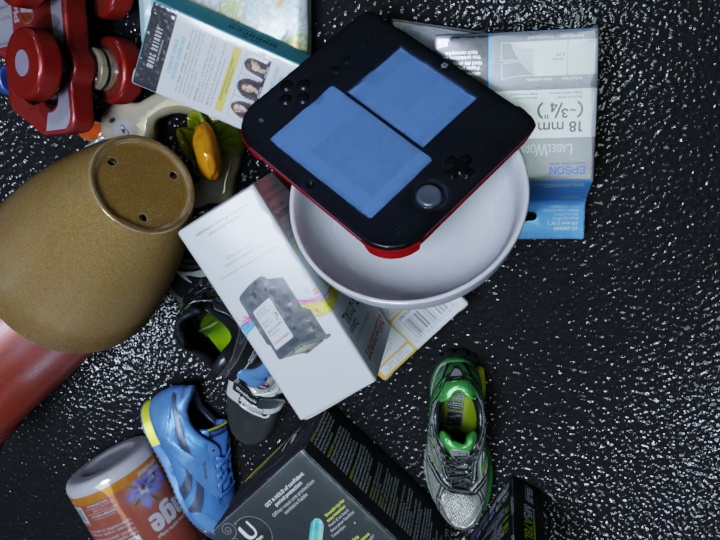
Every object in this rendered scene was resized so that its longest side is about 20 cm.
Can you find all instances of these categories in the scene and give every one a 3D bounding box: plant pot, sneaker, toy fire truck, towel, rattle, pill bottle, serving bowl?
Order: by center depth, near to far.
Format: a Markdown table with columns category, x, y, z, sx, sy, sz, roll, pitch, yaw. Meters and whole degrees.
| category | x | y | z | sx | sy | sz | roll | pitch | yaw |
| --- | --- | --- | --- | --- | --- | --- | --- | --- | --- |
| serving bowl | 0.043 | -0.054 | 0.662 | 0.200 | 0.066 | 0.200 | -4 | 67 | 9 |
| plant pot | -0.238 | -0.040 | 0.717 | 0.186 | 0.186 | 0.200 | 51 | 138 | -6 |
| towel | -0.132 | -0.291 | 0.748 | 0.171 | 0.048 | 0.200 | 2 | 106 | 6 |
| toy fire truck | -0.311 | -0.234 | 0.757 | 0.168 | 0.112 | 0.200 | 5 | 101 | 40 |
| rattle | -0.226 | -0.120 | 0.767 | 0.200 | 0.143 | 0.130 | 15 | 123 | -1 |
| sneaker | -0.156 | 0.041 | 0.790 | 0.071 | 0.083 | 0.200 | -56 | 47 | 16 |
| sneaker | 0.100 | 0.192 | 0.823 | 0.078 | 0.085 | 0.200 | -4 | 106 | 11 |
| plant pot | -0.399 | 0.079 | 0.832 | 0.195 | 0.201 | 0.201 | -37 | 97 | 9 |
| sneaker | -0.110 | 0.115 | 0.838 | 0.074 | 0.089 | 0.200 | 19 | 109 | 2 |
| sneaker | -0.177 | 0.224 | 0.889 | 0.078 | 0.066 | 0.200 | -22 | 100 | 18 |
| pill bottle | -0.248 | 0.305 | 0.901 | 0.112 | 0.112 | 0.200 | -23 | 101 | 15 |

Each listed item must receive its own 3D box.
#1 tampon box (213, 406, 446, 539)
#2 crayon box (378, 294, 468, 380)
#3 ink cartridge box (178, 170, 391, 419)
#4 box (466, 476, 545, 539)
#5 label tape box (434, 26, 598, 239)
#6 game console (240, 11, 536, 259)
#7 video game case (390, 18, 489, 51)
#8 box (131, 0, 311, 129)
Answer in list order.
| category | x | y | z | sx | sy | sz | roll | pitch | yaw |
| --- | --- | --- | --- | --- | --- | --- | --- | --- | --- |
| tampon box | -0.027 | 0.279 | 0.848 | 0.200 | 0.126 | 0.150 | 45 | 107 | -4 |
| crayon box | 0.000 | 0.000 | 0.804 | 0.200 | 0.052 | 0.126 | 44 | 108 | -5 |
| ink cartridge box | -0.060 | 0.014 | 0.715 | 0.083 | 0.146 | 0.200 | -30 | 100 | 14 |
| box | 0.126 | 0.346 | 0.805 | 0.047 | 0.193 | 0.200 | 29 | 107 | 0 |
| label tape box | 0.145 | -0.120 | 0.719 | 0.144 | 0.063 | 0.200 | 0 | 105 | 11 |
| game console | 0.017 | -0.119 | 0.642 | 0.200 | 0.031 | 0.177 | 41 | 79 | 22 |
| video game case | 0.118 | -0.160 | 0.756 | 0.200 | 0.019 | 0.143 | 11 | 107 | 8 |
| box | -0.106 | -0.181 | 0.728 | 0.200 | 0.049 | 0.082 | 23 | 117 | -5 |
